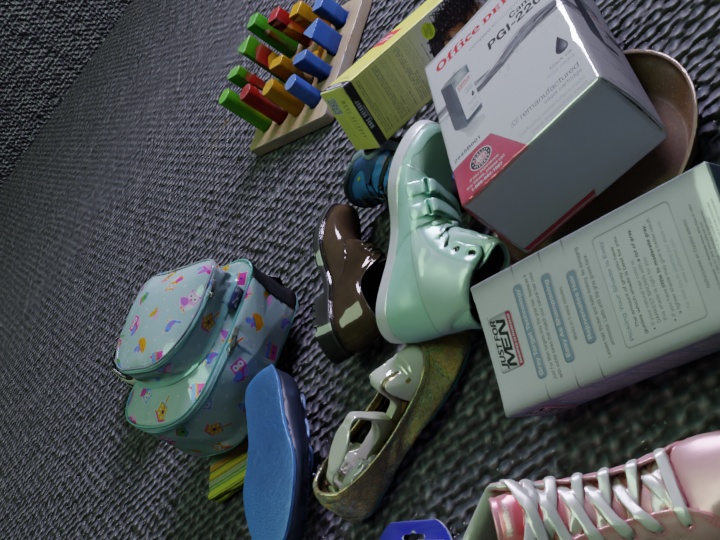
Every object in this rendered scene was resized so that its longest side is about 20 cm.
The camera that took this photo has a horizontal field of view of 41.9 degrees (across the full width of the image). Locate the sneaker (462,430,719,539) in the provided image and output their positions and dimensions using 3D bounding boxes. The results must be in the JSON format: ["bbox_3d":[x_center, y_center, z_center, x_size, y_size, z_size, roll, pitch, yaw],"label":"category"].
[{"bbox_3d":[0.141,0.152,0.561,0.200,0.104,0.076,-42,33,28],"label":"sneaker"}]

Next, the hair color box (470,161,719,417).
[{"bbox_3d":[0.174,0.021,0.630,0.199,0.060,0.100,-31,64,41],"label":"hair color box"}]

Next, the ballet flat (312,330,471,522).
[{"bbox_3d":[0.023,0.122,0.805,0.201,0.070,0.071,-59,30,4],"label":"ballet flat"}]

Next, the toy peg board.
[{"bbox_3d":[-0.102,-0.290,1.312,0.198,0.097,0.202,-13,55,53],"label":"toy peg board"}]

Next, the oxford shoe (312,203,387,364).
[{"bbox_3d":[0.000,0.000,0.956,0.084,0.073,0.202,-27,43,20],"label":"oxford shoe"}]

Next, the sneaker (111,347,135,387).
[{"bbox_3d":[-0.306,0.122,1.295,0.199,0.087,0.077,-5,63,57],"label":"sneaker"}]

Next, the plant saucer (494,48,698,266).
[{"bbox_3d":[0.189,-0.078,0.746,0.200,0.036,0.202,-38,36,35],"label":"plant saucer"}]

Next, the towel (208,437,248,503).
[{"bbox_3d":[-0.134,0.159,1.070,0.086,0.018,0.202,-34,38,30],"label":"towel"}]

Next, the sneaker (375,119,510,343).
[{"bbox_3d":[0.083,-0.039,0.797,0.117,0.073,0.203,-7,69,42],"label":"sneaker"}]

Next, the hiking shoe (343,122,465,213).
[{"bbox_3d":[0.042,-0.086,0.940,0.199,0.074,0.088,-15,52,52],"label":"hiking shoe"}]

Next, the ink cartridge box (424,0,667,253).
[{"bbox_3d":[0.139,-0.140,0.757,0.146,0.084,0.201,-43,33,28],"label":"ink cartridge box"}]

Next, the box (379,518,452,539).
[{"bbox_3d":[0.015,0.286,0.708,0.118,0.041,0.202,-22,50,49],"label":"box"}]

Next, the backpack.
[{"bbox_3d":[-0.176,0.095,1.032,0.174,0.153,0.202,-12,58,41],"label":"backpack"}]

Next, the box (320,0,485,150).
[{"bbox_3d":[0.055,-0.212,0.955,0.200,0.076,0.050,-45,24,-20],"label":"box"}]

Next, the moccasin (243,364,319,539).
[{"bbox_3d":[-0.064,0.178,0.896,0.080,0.068,0.202,-32,41,29],"label":"moccasin"}]
